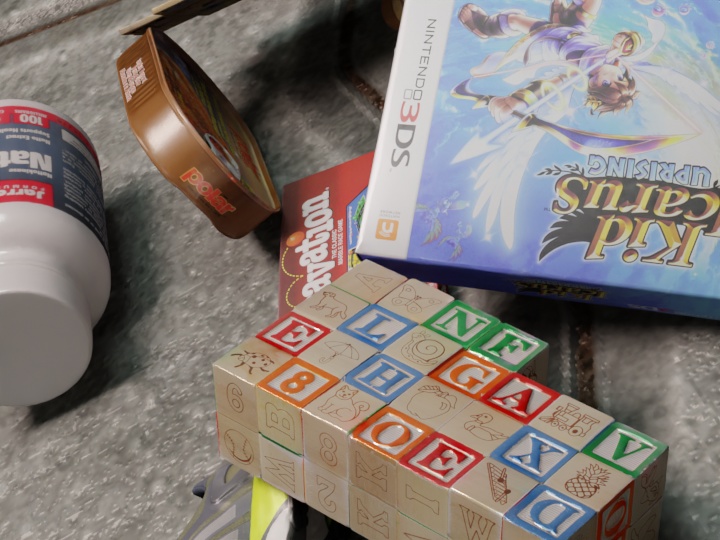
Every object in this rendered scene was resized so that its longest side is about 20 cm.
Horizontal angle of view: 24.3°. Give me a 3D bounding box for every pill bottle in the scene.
[{"bbox_3d":[-0.221,-0.012,1.072,0.119,0.120,0.200,-27,37,7],"label":"pill bottle"}]

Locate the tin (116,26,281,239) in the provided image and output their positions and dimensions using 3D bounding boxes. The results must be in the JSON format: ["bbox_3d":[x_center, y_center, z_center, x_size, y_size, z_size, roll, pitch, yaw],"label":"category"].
[{"bbox_3d":[-0.106,-0.089,1.075,0.042,0.112,0.200,-43,27,10],"label":"tin"}]

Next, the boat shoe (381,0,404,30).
[{"bbox_3d":[0.065,-0.241,1.169,0.074,0.076,0.200,-20,31,44],"label":"boat shoe"}]

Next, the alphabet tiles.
[{"bbox_3d":[-0.062,-0.202,1.128,0.200,0.006,0.166,-23,5,10],"label":"alphabet tiles"}]

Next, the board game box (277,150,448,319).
[{"bbox_3d":[0.000,0.000,0.984,0.103,0.019,0.200,-21,38,16],"label":"board game box"}]

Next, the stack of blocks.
[{"bbox_3d":[0.042,0.077,0.783,0.200,0.059,0.115,25,42,33],"label":"stack of blocks"}]

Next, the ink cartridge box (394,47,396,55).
[{"bbox_3d":[0.132,-0.121,0.957,0.200,0.104,0.059,-27,38,6],"label":"ink cartridge box"}]

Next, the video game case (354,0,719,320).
[{"bbox_3d":[0.111,-0.077,0.863,0.200,0.045,0.182,7,77,17],"label":"video game case"}]

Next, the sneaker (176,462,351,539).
[{"bbox_3d":[-0.057,0.164,0.806,0.081,0.074,0.200,-22,30,23],"label":"sneaker"}]
